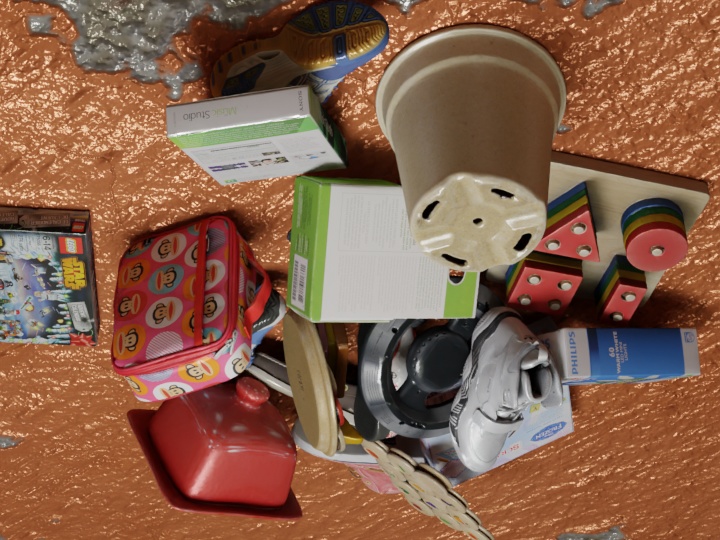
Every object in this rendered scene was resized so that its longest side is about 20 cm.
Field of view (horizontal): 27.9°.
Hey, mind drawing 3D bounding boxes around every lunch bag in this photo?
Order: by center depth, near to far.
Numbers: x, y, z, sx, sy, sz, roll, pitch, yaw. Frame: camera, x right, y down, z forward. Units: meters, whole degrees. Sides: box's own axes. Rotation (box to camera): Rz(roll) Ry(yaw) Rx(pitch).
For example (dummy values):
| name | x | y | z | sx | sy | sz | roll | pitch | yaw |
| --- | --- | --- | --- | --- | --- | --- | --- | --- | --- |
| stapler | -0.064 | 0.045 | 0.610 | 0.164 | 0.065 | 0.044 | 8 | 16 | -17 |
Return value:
| name | x | y | z | sx | sy | sz | roll | pitch | yaw |
| --- | --- | --- | --- | --- | --- | --- | --- | --- | --- |
| lunch bag | -0.182 | 0.039 | 1.603 | 0.175 | 0.201 | 0.082 | -16 | 137 | 13 |

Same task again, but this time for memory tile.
| name | x | y | z | sx | sy | sz | roll | pitch | yaw |
| --- | --- | --- | --- | --- | --- | --- | --- | --- | --- |
| memory tile | 0.085 | 0.281 | 1.841 | 0.153 | 0.017 | 0.200 | 23 | 158 | 40 |

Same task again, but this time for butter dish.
| name | x | y | z | sx | sy | sz | roll | pitch | yaw |
| --- | --- | --- | --- | --- | --- | --- | --- | --- | --- |
| butter dish | -0.159 | 0.198 | 1.793 | 0.199 | 0.200 | 0.148 | 13 | 117 | -35 |

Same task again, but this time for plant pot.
| name | x | y | z | sx | sy | sz | roll | pitch | yaw |
| --- | --- | --- | --- | --- | --- | --- | --- | --- | --- |
| plant pot | 0.115 | -0.109 | 1.448 | 0.199 | 0.184 | 0.201 | 0 | 138 | 0 |

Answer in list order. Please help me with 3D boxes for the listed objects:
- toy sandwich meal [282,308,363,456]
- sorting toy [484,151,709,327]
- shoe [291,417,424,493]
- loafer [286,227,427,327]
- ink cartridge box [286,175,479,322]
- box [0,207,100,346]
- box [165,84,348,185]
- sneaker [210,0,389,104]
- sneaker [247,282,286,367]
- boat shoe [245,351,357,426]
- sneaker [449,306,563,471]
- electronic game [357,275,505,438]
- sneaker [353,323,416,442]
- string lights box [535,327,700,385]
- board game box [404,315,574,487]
| name | x | y | z | sx | sy | sz | roll | pitch | yaw |
| --- | --- | --- | --- | --- | --- | --- | --- | --- | --- |
| toy sandwich meal | -0.039 | 0.116 | 1.692 | 0.070 | 0.206 | 0.206 | -12 | 140 | -13 |
| sorting toy | 0.263 | -0.024 | 1.624 | 0.199 | 0.070 | 0.199 | 10 | 137 | -10 |
| shoe | -0.002 | 0.247 | 1.926 | 0.199 | 0.072 | 0.091 | 9 | 134 | -14 |
| loafer | 0.000 | 0.000 | 1.656 | 0.070 | 0.068 | 0.200 | -32 | 121 | 28 |
| ink cartridge box | 0.029 | -0.023 | 1.575 | 0.199 | 0.076 | 0.149 | 1 | 100 | -24 |
| box | -0.379 | 0.010 | 1.691 | 0.136 | 0.040 | 0.201 | 2 | 138 | -3 |
| box | -0.100 | -0.134 | 1.463 | 0.143 | 0.037 | 0.200 | -7 | 170 | 8 |
| sneaker | -0.049 | -0.202 | 1.440 | 0.199 | 0.076 | 0.088 | -15 | 146 | 28 |
| sneaker | -0.151 | 0.074 | 1.744 | 0.077 | 0.076 | 0.200 | 26 | 142 | -34 |
| boat shoe | -0.052 | 0.141 | 1.818 | 0.199 | 0.060 | 0.072 | 27 | 174 | -22 |
| sneaker | 0.164 | 0.151 | 1.636 | 0.075 | 0.115 | 0.201 | 1 | 110 | -26 |
| electronic game | 0.089 | 0.101 | 1.672 | 0.199 | 0.042 | 0.201 | -10 | 114 | -23 |
| sneaker | 0.054 | 0.108 | 1.784 | 0.107 | 0.067 | 0.203 | -13 | 120 | -40 |
| string lights box | 0.288 | 0.101 | 1.698 | 0.199 | 0.059 | 0.103 | 1 | 170 | -30 |
| board game box | 0.164 | 0.170 | 1.807 | 0.199 | 0.041 | 0.200 | -23 | 137 | -9 |
